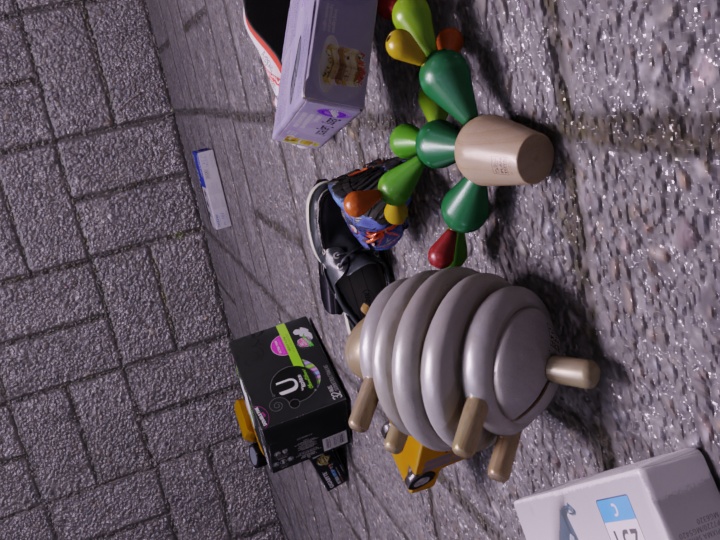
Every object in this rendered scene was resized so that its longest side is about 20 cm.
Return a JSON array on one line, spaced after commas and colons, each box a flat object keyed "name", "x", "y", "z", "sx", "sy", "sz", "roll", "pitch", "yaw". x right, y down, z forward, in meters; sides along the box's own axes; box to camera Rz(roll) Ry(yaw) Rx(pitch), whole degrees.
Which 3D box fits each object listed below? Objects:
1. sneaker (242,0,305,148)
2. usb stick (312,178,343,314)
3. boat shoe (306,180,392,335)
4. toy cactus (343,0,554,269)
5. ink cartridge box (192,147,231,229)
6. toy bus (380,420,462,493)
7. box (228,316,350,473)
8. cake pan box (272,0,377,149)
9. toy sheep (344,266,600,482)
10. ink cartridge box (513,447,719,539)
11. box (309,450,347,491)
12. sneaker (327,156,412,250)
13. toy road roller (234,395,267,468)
[{"name": "sneaker", "x": -0.092, "y": -0.238, "z": 0.931, "sx": 0.108, "sy": 0.066, "sz": 0.203, "roll": 101, "pitch": 146, "yaw": -55}, {"name": "usb stick", "x": -0.040, "y": -0.026, "z": 1.030, "sx": 0.056, "sy": 0.032, "sz": 0.202, "roll": -112, "pitch": 15, "yaw": -47}, {"name": "boat shoe", "x": -0.002, "y": 0.001, "z": 0.844, "sx": 0.066, "sy": 0.074, "sz": 0.202, "roll": -162, "pitch": 57, "yaw": -69}, {"name": "toy cactus", "x": 0.058, "y": -0.087, "z": 0.537, "sx": 0.165, "sy": 0.101, "sz": 0.203, "roll": 24, "pitch": 121, "yaw": 58}, {"name": "ink cartridge box", "x": -0.386, "y": -0.213, "z": 2.045, "sx": 0.094, "sy": 0.044, "sz": 0.203, "roll": -153, "pitch": 49, "yaw": -67}, {"name": "toy bus", "x": 0.069, "y": 0.123, "z": 0.702, "sx": 0.201, "sy": 0.077, "sz": 0.065, "roll": 94, "pitch": 154, "yaw": -51}, {"name": "box", "x": -0.119, "y": 0.203, "z": 1.320, "sx": 0.201, "sy": 0.147, "sz": 0.125, "roll": -122, "pitch": 20, "yaw": -43}, {"name": "cake pan box", "x": -0.026, "y": -0.210, "z": 0.625, "sx": 0.184, "sy": 0.052, "sz": 0.203, "roll": 176, "pitch": 101, "yaw": -75}, {"name": "toy sheep", "x": 0.069, "y": 0.064, "z": 0.539, "sx": 0.198, "sy": 0.137, "sz": 0.140, "roll": 6, "pitch": 116, "yaw": 38}, {"name": "ink cartridge box", "x": 0.176, "y": 0.213, "z": 0.482, "sx": 0.200, "sy": 0.044, "sz": 0.178, "roll": 113, "pitch": 140, "yaw": -67}, {"name": "box", "x": -0.096, "y": 0.279, "z": 1.447, "sx": 0.160, "sy": 0.046, "sz": 0.201, "roll": 71, "pitch": 172, "yaw": -45}, {"name": "sneaker", "x": 0.018, "y": -0.057, "z": 0.723, "sx": 0.200, "sy": 0.075, "sz": 0.079, "roll": -106, "pitch": -9, "yaw": -80}, {"name": "toy road roller", "x": -0.205, "y": 0.351, "z": 1.848, "sx": 0.201, "sy": 0.121, "sz": 0.147, "roll": 64, "pitch": 147, "yaw": 30}]
